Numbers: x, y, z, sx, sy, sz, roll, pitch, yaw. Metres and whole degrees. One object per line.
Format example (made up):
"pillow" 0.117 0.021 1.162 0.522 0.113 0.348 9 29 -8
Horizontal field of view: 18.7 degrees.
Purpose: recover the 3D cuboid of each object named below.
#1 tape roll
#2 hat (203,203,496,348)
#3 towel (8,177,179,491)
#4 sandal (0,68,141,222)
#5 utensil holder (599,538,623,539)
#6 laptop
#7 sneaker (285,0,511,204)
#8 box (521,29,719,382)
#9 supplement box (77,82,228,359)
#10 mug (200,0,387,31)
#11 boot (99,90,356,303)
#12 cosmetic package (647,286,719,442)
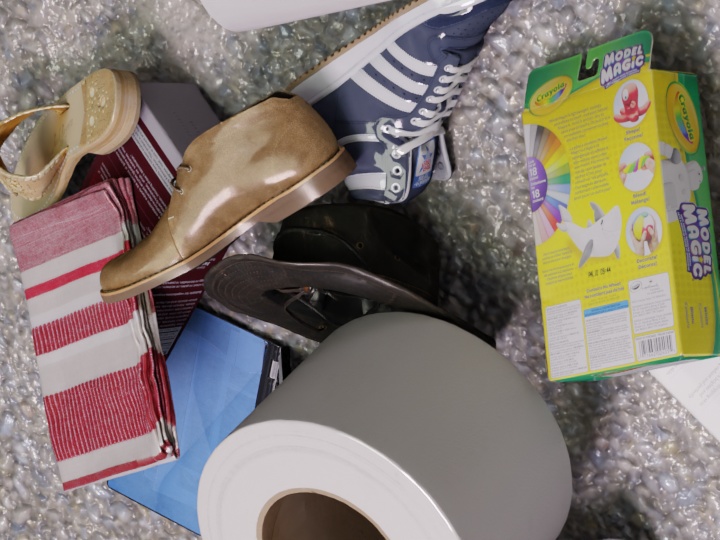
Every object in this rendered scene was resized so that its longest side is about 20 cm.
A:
"tape roll" 0.016 0.146 1.383 0.202 0.139 0.204 16 125 24
"hat" 0.000 0.000 1.467 0.200 0.201 0.081 2 68 31
"towel" -0.191 0.047 1.544 0.144 0.023 0.201 -20 79 48
"sandal" -0.233 -0.094 1.557 0.211 0.069 0.078 -30 59 52
"utensil holder" 0.111 0.287 1.471 0.200 0.170 0.171 -25 95 39
"laptop" -0.121 0.142 1.591 0.115 0.200 0.188 7 117 -8
"sneaker" 0.045 -0.113 1.412 0.200 0.070 0.109 -29 87 43
"box" 0.158 -0.038 1.342 0.117 0.048 0.201 -14 79 49
"supplement box" -0.154 -0.023 1.557 0.109 0.061 0.200 55 129 31
"mug" -0.018 -0.245 1.362 0.152 0.149 0.187 0 115 23
"boot" -0.102 -0.048 1.439 0.200 0.074 0.076 -32 101 20
"cosmetic package" 0.288 0.083 1.334 0.200 0.081 0.113 46 125 7
